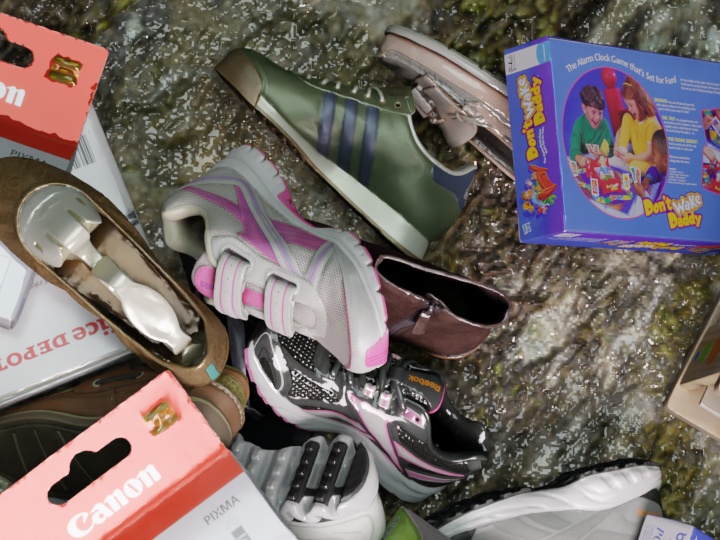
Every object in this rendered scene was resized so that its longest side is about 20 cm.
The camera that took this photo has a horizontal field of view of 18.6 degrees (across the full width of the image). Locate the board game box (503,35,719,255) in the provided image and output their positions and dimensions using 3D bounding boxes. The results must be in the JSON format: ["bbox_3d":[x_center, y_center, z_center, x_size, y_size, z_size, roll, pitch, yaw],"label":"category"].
[{"bbox_3d":[0.192,-0.084,1.542,0.199,0.045,0.135,3,79,-40],"label":"board game box"}]

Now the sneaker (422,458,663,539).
[{"bbox_3d":[0.121,0.186,1.529,0.199,0.074,0.080,-11,88,-10],"label":"sneaker"}]

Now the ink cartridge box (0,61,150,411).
[{"bbox_3d":[-0.225,-0.019,1.503,0.146,0.083,0.201,-21,85,-9],"label":"ink cartridge box"}]

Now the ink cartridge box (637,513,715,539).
[{"bbox_3d":[0.204,0.279,1.515,0.094,0.044,0.201,31,74,-46],"label":"ink cartridge box"}]

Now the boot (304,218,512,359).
[{"bbox_3d":[0.000,0.000,1.489,0.199,0.166,0.073,22,79,-4],"label":"boot"}]

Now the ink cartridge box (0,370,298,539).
[{"bbox_3d":[-0.124,0.191,1.386,0.162,0.057,0.200,-37,115,-6],"label":"ink cartridge box"}]

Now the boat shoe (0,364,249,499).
[{"bbox_3d":[-0.162,0.104,1.477,0.072,0.199,0.068,67,32,-30],"label":"boat shoe"}]

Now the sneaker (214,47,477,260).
[{"bbox_3d":[-0.003,-0.103,1.551,0.200,0.067,0.090,44,88,-7],"label":"sneaker"}]

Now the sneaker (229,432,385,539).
[{"bbox_3d":[-0.074,0.151,1.483,0.199,0.081,0.075,7,54,28],"label":"sneaker"}]

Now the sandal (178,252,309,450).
[{"bbox_3d":[-0.093,0.040,1.507,0.043,0.076,0.201,-21,92,-44],"label":"sandal"}]

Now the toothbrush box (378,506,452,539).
[{"bbox_3d":[0.031,0.284,1.459,0.145,0.086,0.200,36,94,-12],"label":"toothbrush box"}]

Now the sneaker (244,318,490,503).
[{"bbox_3d":[0.014,0.078,1.483,0.200,0.086,0.081,36,52,-32],"label":"sneaker"}]

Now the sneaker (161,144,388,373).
[{"bbox_3d":[-0.058,0.005,1.407,0.088,0.082,0.200,-26,48,-27],"label":"sneaker"}]

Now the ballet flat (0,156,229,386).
[{"bbox_3d":[-0.162,-0.001,1.388,0.200,0.072,0.068,45,85,-3],"label":"ballet flat"}]

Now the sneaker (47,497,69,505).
[{"bbox_3d":[-0.137,0.200,1.493,0.199,0.074,0.082,32,37,-11],"label":"sneaker"}]

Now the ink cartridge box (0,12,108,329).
[{"bbox_3d":[-0.270,-0.081,1.441,0.159,0.047,0.201,19,82,-3],"label":"ink cartridge box"}]

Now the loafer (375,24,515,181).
[{"bbox_3d":[0.093,-0.102,1.571,0.199,0.072,0.063,31,86,-6],"label":"loafer"}]

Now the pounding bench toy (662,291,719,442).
[{"bbox_3d":[0.327,0.033,1.537,0.124,0.156,0.201,30,78,-3],"label":"pounding bench toy"}]
